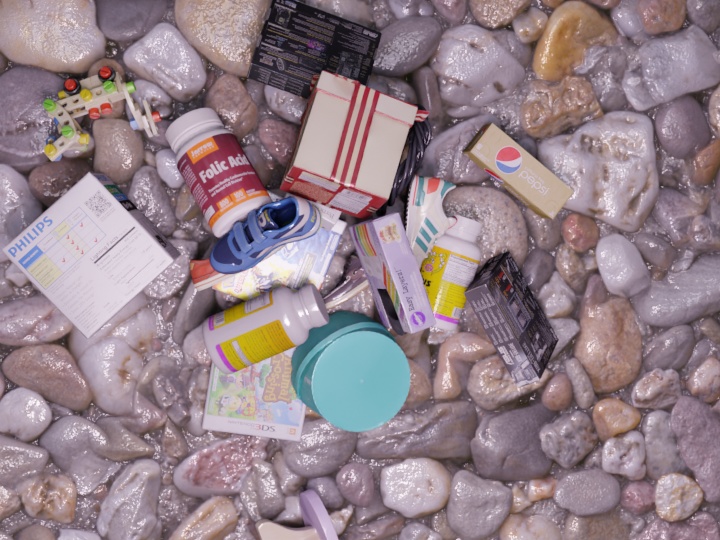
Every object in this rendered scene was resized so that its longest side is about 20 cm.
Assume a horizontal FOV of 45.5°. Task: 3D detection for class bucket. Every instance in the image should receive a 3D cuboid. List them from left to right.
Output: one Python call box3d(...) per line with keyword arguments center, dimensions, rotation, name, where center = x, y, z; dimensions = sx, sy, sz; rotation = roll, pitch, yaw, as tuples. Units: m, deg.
box3d(center=(-0.016, 0.178, 1.506), dimensions=(0.207, 0.135, 0.207), rotation=(-2, 97, -16), name="bucket")

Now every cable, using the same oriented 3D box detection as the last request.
box3d(center=(0.069, -0.183, 1.472), dimensions=(0.051, 0.163, 0.200), rotation=(23, 77, -20), name="cable")

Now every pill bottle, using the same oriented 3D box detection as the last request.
box3d(center=(-0.240, -0.166, 1.447), dimensions=(0.114, 0.114, 0.200), rotation=(-30, 80, -4), name="pill bottle")
box3d(center=(-0.159, 0.094, 1.459), dimensions=(0.200, 0.104, 0.104), rotation=(-23, 98, 7), name="pill bottle")
box3d(center=(0.153, 0.000, 1.540), dimensions=(0.104, 0.104, 0.200), rotation=(18, 92, -9), name="pill bottle")

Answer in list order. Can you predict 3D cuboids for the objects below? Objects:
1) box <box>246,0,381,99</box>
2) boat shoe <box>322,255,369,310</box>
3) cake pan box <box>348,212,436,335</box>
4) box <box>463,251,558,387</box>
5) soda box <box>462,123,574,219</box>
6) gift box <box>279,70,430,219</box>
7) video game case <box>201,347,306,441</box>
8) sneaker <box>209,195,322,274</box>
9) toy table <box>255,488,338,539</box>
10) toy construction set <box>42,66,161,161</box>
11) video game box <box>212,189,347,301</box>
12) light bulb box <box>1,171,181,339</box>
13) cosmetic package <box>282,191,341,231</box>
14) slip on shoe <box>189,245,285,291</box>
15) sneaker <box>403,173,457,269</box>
box3d(center=(-0.076, -0.370, 1.469), dimensions=(0.200, 0.044, 0.160), rotation=(18, 64, -9), name="box")
box3d(center=(0.000, 0.000, 1.539), dimensions=(0.200, 0.072, 0.065), rotation=(-34, 94, -7), name="boat shoe")
box3d(center=(0.052, 0.007, 1.424), dimensions=(0.052, 0.184, 0.200), rotation=(-21, 96, -10), name="cake pan box")
box3d(center=(0.274, 0.085, 1.539), dimensions=(0.050, 0.158, 0.200), rotation=(-25, 101, 33), name="box")
box3d(center=(0.286, -0.179, 1.562), dimensions=(0.200, 0.064, 0.068), rotation=(38, 89, -9), name="soda box")
box3d(center=(-0.010, -0.206, 1.367), dimensions=(0.184, 0.200, 0.187), rotation=(19, 77, -15), name="gift box")
box3d(center=(-0.182, 0.201, 1.555), dimensions=(0.182, 0.022, 0.200), rotation=(9, 94, -9), name="video game case")
box3d(center=(-0.164, -0.064, 1.395), dimensions=(0.200, 0.082, 0.074), rotation=(-29, 68, 5), name="sneaker")
box3d(center=(-0.107, 0.506, 1.529), dimensions=(0.117, 0.184, 0.200), rotation=(-21, 89, -22), name="toy table")
box3d(center=(-0.440, -0.262, 1.441), dimensions=(0.200, 0.092, 0.131), rotation=(-15, 73, -14), name="toy construction set")
box3d(center=(-0.144, -0.029, 1.528), dimensions=(0.182, 0.047, 0.200), rotation=(21, 92, -7), name="video game box")
box3d(center=(-0.446, -0.029, 1.446), dimensions=(0.198, 0.125, 0.200), rotation=(-42, 98, -1), name="light bulb box")
box3d(center=(-0.052, -0.181, 1.489), dimensions=(0.101, 0.071, 0.200), rotation=(26, 78, -8), name="cosmetic package")
box3d(center=(-0.201, -0.032, 1.465), dimensions=(0.200, 0.074, 0.061), rotation=(-25, 94, 1), name="slip on shoe")
box3d(center=(0.118, -0.064, 1.469), dimensions=(0.093, 0.070, 0.200), rotation=(4, 104, -2), name="sneaker")
